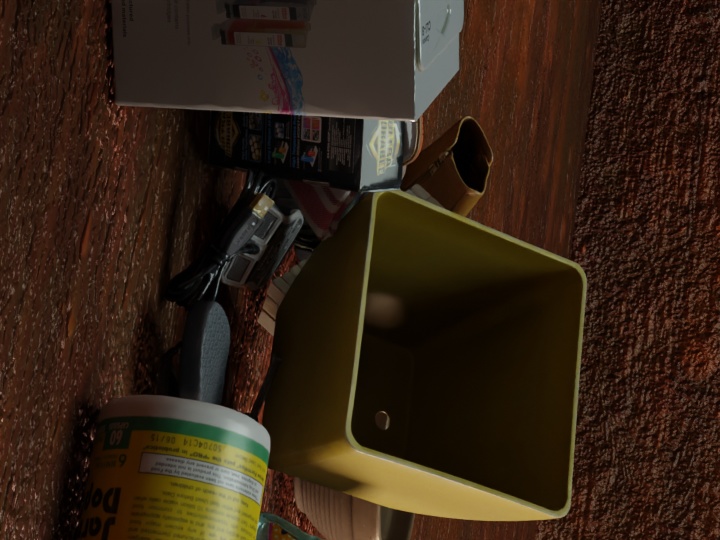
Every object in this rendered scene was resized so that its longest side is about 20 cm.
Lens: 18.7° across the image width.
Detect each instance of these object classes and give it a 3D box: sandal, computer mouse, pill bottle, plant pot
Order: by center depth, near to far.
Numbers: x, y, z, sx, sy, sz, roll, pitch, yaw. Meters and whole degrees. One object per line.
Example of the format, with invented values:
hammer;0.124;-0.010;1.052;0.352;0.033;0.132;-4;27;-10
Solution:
pill bottle;-0.124;0.187;1.357;0.113;0.112;0.201;62;35;-69
sandal;-0.123;0.105;1.513;0.076;0.043;0.201;-70;172;-49
computer mouse;-0.087;-0.022;1.589;0.110;0.044;0.200;-59;174;3
plant pot;0.031;0.081;1.632;0.176;0.199;0.201;-25;-128;51
plant pot;-0.005;0.170;1.962;0.201;0.092;0.202;5;90;-79

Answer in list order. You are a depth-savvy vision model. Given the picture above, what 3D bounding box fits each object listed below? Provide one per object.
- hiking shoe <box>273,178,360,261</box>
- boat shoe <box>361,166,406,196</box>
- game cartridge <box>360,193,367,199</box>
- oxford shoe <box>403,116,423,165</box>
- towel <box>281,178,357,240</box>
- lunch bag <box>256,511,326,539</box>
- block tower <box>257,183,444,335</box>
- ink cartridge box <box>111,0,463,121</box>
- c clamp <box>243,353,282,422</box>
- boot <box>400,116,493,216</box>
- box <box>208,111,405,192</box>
hiking shoe;-0.030;-0.052;1.792;0.200;0.075;0.101;-40;130;-75
boat shoe;-0.001;-0.050;1.940;0.075;0.062;0.201;-133;-128;-72
game cartridge;0.061;0.033;1.889;0.134;0.199;0.040;-61;-175;-14
oxford shoe;-0.005;-0.174;1.826;0.201;0.071;0.073;68;25;-11
towel;-0.010;-0.138;1.574;0.200;0.030;0.147;-56;-132;35
lunch bag;-0.068;0.308;1.635;0.171;0.121;0.201;104;5;-63
block tower;0.000;0.000;1.792;0.200;0.058;0.054;-37;161;-38
ink cartridge box;-0.043;-0.184;1.382;0.145;0.199;0.145;-56;148;-67
c clamp;-0.103;0.184;1.596;0.200;0.027;0.171;-77;-176;-49
boot;0.062;-0.091;1.995;0.144;0.071;0.202;-53;-149;31
box;-0.036;-0.162;1.530;0.046;0.159;0.201;-7;103;-45
